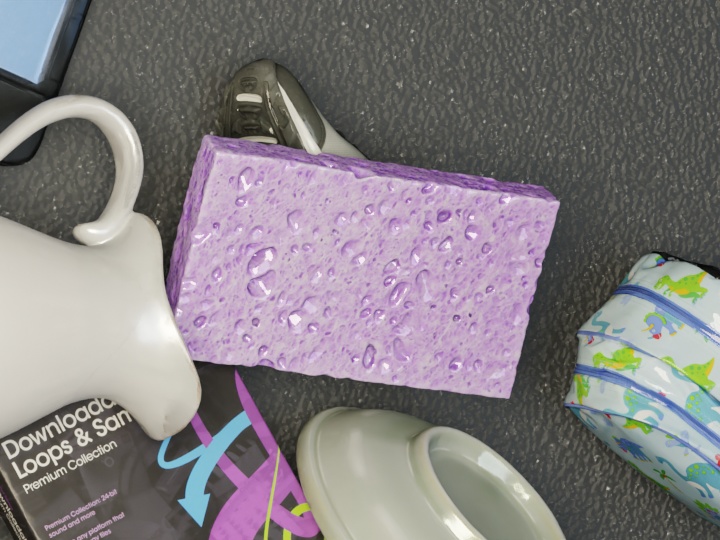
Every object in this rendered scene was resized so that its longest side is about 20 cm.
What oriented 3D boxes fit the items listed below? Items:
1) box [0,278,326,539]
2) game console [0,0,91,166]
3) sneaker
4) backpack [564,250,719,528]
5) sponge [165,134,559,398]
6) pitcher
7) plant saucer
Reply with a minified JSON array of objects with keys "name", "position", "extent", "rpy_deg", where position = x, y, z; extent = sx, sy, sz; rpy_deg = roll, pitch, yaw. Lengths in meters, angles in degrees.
[{"name":"box","position":[-0.103,0.117,1.502],"extent":[0.142,0.036,0.201],"rpy_deg":[-27,84,-29]},{"name":"game console","position":[-0.174,-0.165,1.420],"extent":[0.172,0.118,0.201],"rpy_deg":[23,82,-33]},{"name":"sneaker","position":[-0.010,-0.034,1.579],"extent":[0.079,0.074,0.201],"rpy_deg":[-51,125,-29]},{"name":"backpack","position":[0.212,0.078,1.685],"extent":[0.153,0.163,0.201],"rpy_deg":[-37,108,-9]},{"name":"sponge","position":[0.000,0.000,1.524],"extent":[0.199,0.030,0.112],"rpy_deg":[8,108,-25]},{"name":"pitcher","position":[-0.185,0.002,1.420],"extent":[0.199,0.121,0.173],"rpy_deg":[-2,78,-31]},{"name":"plant saucer","position":[0.056,0.136,1.563],"extent":[0.200,0.201,0.050],"rpy_deg":[32,113,-32]}]
